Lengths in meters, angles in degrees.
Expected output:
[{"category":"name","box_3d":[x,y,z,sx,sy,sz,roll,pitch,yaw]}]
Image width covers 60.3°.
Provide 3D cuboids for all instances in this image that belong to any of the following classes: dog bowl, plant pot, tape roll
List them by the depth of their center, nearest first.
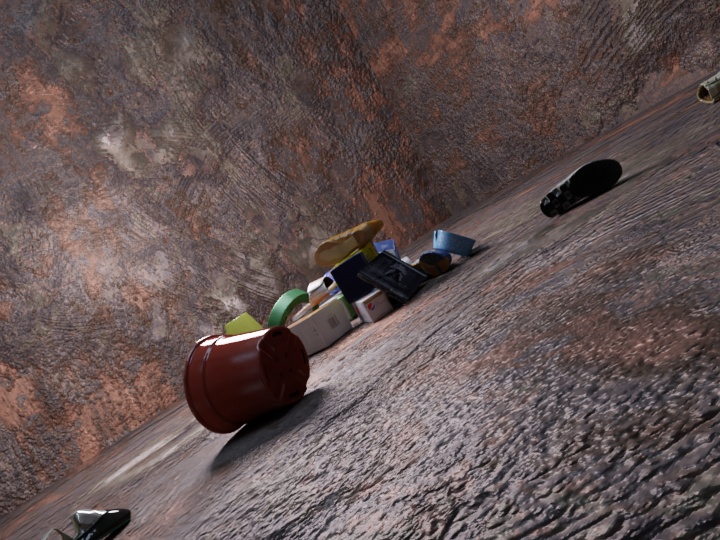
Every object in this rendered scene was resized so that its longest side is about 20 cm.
[{"category":"plant pot","box_3d":[-0.216,0.208,1.237,0.192,0.206,0.200,-19,8,33]},{"category":"dog bowl","box_3d":[0.261,-0.075,1.758,0.200,0.108,0.051,-96,21,-87]},{"category":"tape roll","box_3d":[-0.206,0.163,1.919,0.047,0.206,0.199,18,33,31]},{"category":"plant pot","box_3d":[-0.415,0.268,2.295,0.184,0.203,0.187,-31,2,1]}]

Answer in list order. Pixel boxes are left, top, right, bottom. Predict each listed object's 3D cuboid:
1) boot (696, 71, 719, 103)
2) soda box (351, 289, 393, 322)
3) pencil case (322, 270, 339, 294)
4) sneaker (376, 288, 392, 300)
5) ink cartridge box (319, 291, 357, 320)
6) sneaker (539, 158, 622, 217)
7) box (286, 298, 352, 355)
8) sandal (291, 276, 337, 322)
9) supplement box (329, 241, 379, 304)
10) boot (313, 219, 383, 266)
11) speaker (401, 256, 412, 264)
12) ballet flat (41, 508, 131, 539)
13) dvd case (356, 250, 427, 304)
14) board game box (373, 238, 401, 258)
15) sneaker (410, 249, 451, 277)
[{"category":"boot","box_3d":[0.986,-0.513,1.625,0.152,0.073,0.200,-31,-3,7]},{"category":"soda box","box_3d":[0.029,0.096,1.690,0.067,0.065,0.200,-31,3,-10]},{"category":"pencil case","box_3d":[-0.071,0.034,2.028,0.085,0.080,0.199,-23,2,-20]},{"category":"sneaker","box_3d":[0.102,0.048,1.803,0.113,0.076,0.200,-23,4,-1]},{"category":"ink cartridge box","box_3d":[-0.047,0.114,2.069,0.144,0.086,0.199,-29,4,35]},{"category":"sneaker","box_3d":[0.504,-0.199,1.412,0.198,0.075,0.088,-30,4,40]},{"category":"box","box_3d":[-0.138,0.177,1.785,0.198,0.099,0.124,-30,2,43]},{"category":"sandal","box_3d":[-0.139,0.071,1.810,0.205,0.060,0.079,-40,1,14]},{"category":"supplement box","box_3d":[0.000,0.000,1.788,0.107,0.111,0.200,-31,7,15]},{"category":"boot","box_3d":[-0.030,-0.080,1.779,0.198,0.072,0.144,-27,2,28]},{"category":"speaker","box_3d":[0.083,0.039,1.951,0.197,0.083,0.081,-32,2,-11]},{"category":"ballet flat","box_3d":[-0.472,0.442,1.021,0.067,0.070,0.199,-29,3,40]},{"category":"dvd case","box_3d":[0.089,0.014,1.669,0.200,0.146,0.016,-41,-22,-60]},{"category":"board game box","box_3d":[0.038,-0.025,2.077,0.194,0.045,0.200,-11,-28,10]},{"category":"sneaker","box_3d":[0.208,-0.028,1.761,0.087,0.077,0.199,-32,3,-28]}]
